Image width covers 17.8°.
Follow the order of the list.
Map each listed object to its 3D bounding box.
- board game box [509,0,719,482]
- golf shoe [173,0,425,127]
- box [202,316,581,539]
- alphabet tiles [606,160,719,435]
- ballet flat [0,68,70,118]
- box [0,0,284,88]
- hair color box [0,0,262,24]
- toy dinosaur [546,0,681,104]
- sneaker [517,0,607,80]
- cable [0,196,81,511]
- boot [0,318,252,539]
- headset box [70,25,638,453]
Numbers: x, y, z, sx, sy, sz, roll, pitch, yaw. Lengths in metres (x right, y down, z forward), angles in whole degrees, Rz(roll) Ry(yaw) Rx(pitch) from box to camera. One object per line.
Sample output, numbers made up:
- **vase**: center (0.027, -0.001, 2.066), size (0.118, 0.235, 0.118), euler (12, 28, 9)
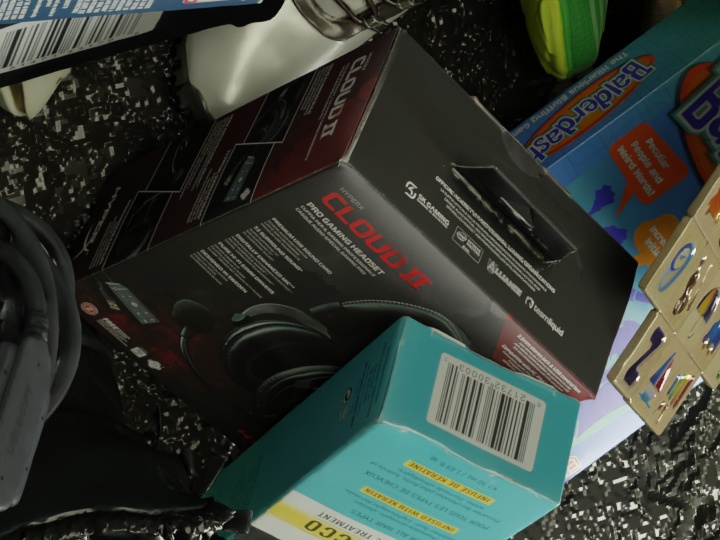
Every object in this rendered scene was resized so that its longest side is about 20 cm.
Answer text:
- **board game box**: center (0.130, -0.019, 1.035), size (0.200, 0.045, 0.152), euler (-37, 124, 0)
- **golf shoe**: center (0.000, -0.136, 0.974), size (0.078, 0.094, 0.200), euler (42, 78, -26)
- **box**: center (0.001, 0.093, 0.936), size (0.082, 0.200, 0.049), euler (26, 55, -15)
- **alphabet tiles**: center (0.167, -0.026, 0.948), size (0.200, 0.006, 0.166), euler (-56, 156, -3)
- **ballet flat**: center (-0.164, -0.085, 0.920), size (0.200, 0.067, 0.071), euler (-27, 132, -22)
- **box**: center (-0.139, -0.177, 0.843), size (0.196, 0.117, 0.200), euler (-19, 82, -20)
- **hair color box**: center (-0.128, -0.133, 0.741), size (0.199, 0.061, 0.100), euler (-7, 79, -18)
- **toy dinosaur**: center (0.139, -0.094, 1.082), size (0.101, 0.058, 0.200), euler (-27, 116, -37)
- **sneaker**: center (0.116, -0.183, 1.029), size (0.083, 0.074, 0.201), euler (11, 91, -2)
- **cable**: center (-0.187, 0.037, 0.832), size (0.163, 0.200, 0.051), euler (-2, 137, 11)
- **boot**: center (-0.153, 0.075, 0.875), size (0.198, 0.163, 0.074), euler (3, 118, -29)
- **headset box**: center (0.000, 0.000, 0.925), size (0.149, 0.200, 0.077), euler (43, 50, -26)
